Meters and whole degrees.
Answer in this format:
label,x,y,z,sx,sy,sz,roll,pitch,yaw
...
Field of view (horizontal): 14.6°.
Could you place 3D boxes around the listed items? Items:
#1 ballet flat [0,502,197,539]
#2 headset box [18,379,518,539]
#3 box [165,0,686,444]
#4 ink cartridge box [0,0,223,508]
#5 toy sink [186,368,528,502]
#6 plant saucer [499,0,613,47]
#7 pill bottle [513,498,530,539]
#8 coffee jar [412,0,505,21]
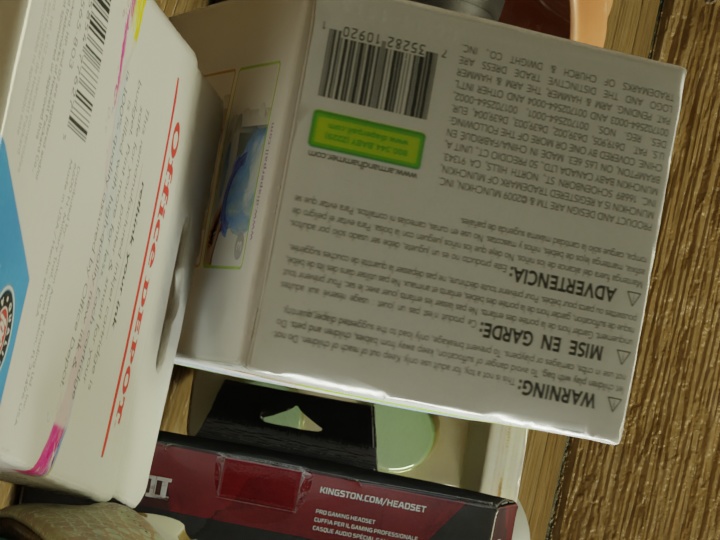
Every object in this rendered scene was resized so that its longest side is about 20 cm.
label,x,y,z,sx,sy,sz,roll,pitch,yaw
ballet flat,-0.067,0.084,0.703,0.068,0.062,0.200,64,-22,-1
headset box,-0.038,0.137,0.871,0.077,0.148,0.202,33,67,-81
box,-0.003,-0.016,0.806,0.200,0.112,0.102,-177,-81,-70
ink cartridge box,-0.088,-0.013,0.641,0.200,0.067,0.116,54,47,-78
toy sink,0.000,0.000,1.003,0.200,0.111,0.131,-104,-158,-78
plant saucer,0.058,-0.177,1.168,0.200,0.032,0.202,158,-90,-81
pill bottle,0.035,0.166,1.496,0.201,0.110,0.112,88,14,-52
coffee jar,0.017,-0.175,1.029,0.085,0.103,0.202,56,45,-80
